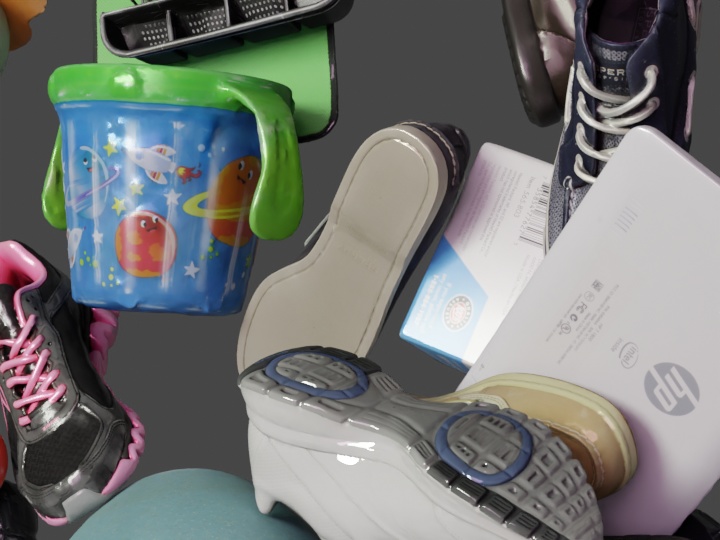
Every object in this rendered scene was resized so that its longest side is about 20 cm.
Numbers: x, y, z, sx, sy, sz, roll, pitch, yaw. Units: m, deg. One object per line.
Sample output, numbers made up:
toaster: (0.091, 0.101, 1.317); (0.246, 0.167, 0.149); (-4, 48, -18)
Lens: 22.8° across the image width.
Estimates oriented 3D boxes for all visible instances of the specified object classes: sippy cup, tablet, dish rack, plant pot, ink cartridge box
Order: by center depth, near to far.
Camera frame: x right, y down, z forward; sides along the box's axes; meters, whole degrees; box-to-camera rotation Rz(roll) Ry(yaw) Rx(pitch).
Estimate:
tablet: (0.133, 0.040, 0.849); (0.130, 0.014, 0.201); (39, 129, 11)
plant pot: (-0.085, 0.183, 0.916); (0.199, 0.200, 0.135); (-23, 44, 13)
ink cartridge box: (0.136, 0.024, 0.927); (0.199, 0.068, 0.116); (22, 84, 24)
sippy cup: (-0.109, -0.042, 0.997); (0.139, 0.178, 0.131); (5, 90, -9)
dish rack: (-0.082, -0.225, 1.067); (0.152, 0.055, 0.201); (-11, 73, 16)

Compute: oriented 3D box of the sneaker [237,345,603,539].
sneaker: (0.027, 0.102, 0.828); (0.199, 0.074, 0.088); (22, 119, 37)

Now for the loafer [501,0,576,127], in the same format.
loafer: (0.107, -0.179, 0.994); (0.071, 0.073, 0.201); (-12, 78, 6)

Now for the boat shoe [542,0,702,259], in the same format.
boat shoe: (0.123, -0.068, 0.869); (0.074, 0.093, 0.201); (3, 75, 19)

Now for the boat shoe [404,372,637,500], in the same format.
boat shoe: (0.042, 0.097, 0.890); (0.199, 0.063, 0.074); (-7, 109, 37)

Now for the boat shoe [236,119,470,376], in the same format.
boat shoe: (0.000, 0.000, 0.969); (0.073, 0.063, 0.200); (41, 123, 13)

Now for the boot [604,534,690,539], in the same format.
boot: (0.061, 0.156, 0.852); (0.199, 0.130, 0.068); (-10, 85, 50)

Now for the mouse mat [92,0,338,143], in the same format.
mouse mat: (-0.092, -0.164, 1.087); (0.160, 0.008, 0.202); (-7, 76, 18)

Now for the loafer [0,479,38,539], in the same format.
loafer: (-0.282, 0.170, 1.038); (0.199, 0.068, 0.071); (-11, 64, 13)

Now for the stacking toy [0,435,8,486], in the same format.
stacking toy: (-0.263, 0.096, 1.001); (0.199, 0.085, 0.086); (12, 80, 49)

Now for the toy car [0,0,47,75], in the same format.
toy car: (-0.289, -0.141, 1.075); (0.199, 0.177, 0.185); (-28, 57, -2)

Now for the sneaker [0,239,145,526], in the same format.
sneaker: (-0.177, 0.054, 0.975); (0.079, 0.096, 0.200); (-33, 37, 6)

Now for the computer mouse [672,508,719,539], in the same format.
computer mouse: (0.194, 0.132, 0.905); (0.199, 0.034, 0.059); (-30, 49, 5)
